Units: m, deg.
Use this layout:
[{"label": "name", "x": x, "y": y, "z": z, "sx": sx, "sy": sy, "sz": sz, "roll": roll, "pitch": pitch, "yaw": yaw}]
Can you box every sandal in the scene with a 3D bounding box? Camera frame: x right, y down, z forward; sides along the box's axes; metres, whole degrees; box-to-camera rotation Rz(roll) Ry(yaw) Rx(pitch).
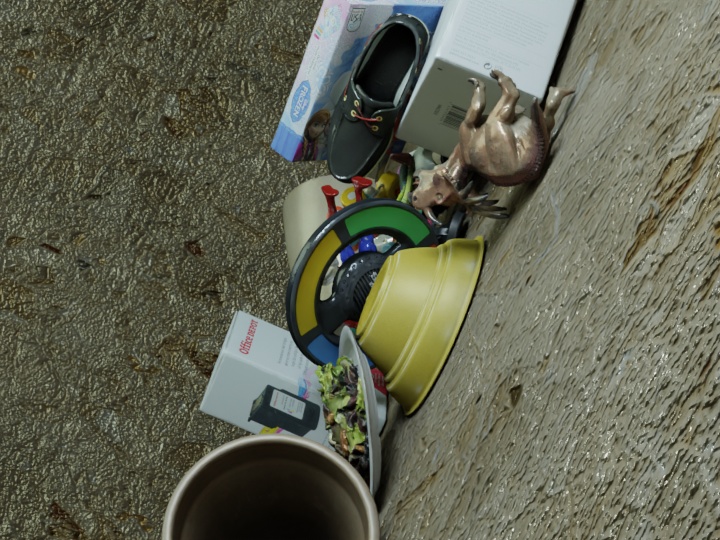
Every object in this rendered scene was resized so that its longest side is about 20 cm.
[{"label": "sandal", "x": 0.080, "y": -0.028, "z": 1.687, "sx": 0.200, "sy": 0.045, "sz": 0.075, "roll": 137, "pitch": 155, "yaw": -78}]

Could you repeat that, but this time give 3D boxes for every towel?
[{"label": "towel", "x": 0.048, "y": -0.013, "z": 1.682, "sx": 0.144, "sy": 0.023, "sz": 0.200, "roll": -77, "pitch": -12, "yaw": -60}]

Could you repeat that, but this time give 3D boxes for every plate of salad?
[{"label": "plate of salad", "x": -0.014, "y": 0.157, "z": 1.475, "sx": 0.200, "sy": 0.048, "sz": 0.201, "roll": 176, "pitch": 90, "yaw": -81}]

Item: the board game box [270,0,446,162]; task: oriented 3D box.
[{"label": "board game box", "x": 0.008, "y": -0.224, "z": 1.663, "sx": 0.200, "sy": 0.043, "sz": 0.199, "roll": -11, "pitch": -50, "yaw": -48}]

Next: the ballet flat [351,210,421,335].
[{"label": "ballet flat", "x": 0.033, "y": -0.003, "z": 1.917, "sx": 0.067, "sy": 0.070, "sz": 0.200, "roll": 155, "pitch": 138, "yaw": -83}]

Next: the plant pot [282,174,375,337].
[{"label": "plant pot", "x": -0.024, "y": 0.000, "z": 2.045, "sx": 0.187, "sy": 0.187, "sz": 0.200, "roll": 120, "pitch": 157, "yaw": -54}]

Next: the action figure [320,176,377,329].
[{"label": "action figure", "x": 0.000, "y": 0.000, "z": 1.605, "sx": 0.052, "sy": 0.065, "sz": 0.200, "roll": 31, "pitch": 136, "yaw": 57}]

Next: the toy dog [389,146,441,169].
[{"label": "toy dog", "x": 0.089, "y": -0.160, "z": 1.878, "sx": 0.200, "sy": 0.096, "sz": 0.132, "roll": -89, "pitch": 23, "yaw": -76}]

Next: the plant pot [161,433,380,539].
[{"label": "plant pot", "x": -0.077, "y": 0.279, "z": 1.357, "sx": 0.175, "sy": 0.200, "sz": 0.201, "roll": 85, "pitch": -159, "yaw": -58}]

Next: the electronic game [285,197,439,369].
[{"label": "electronic game", "x": 0.006, "y": 0.018, "z": 1.559, "sx": 0.042, "sy": 0.200, "sz": 0.200, "roll": 30, "pitch": 98, "yaw": 50}]

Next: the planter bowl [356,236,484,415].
[{"label": "planter bowl", "x": 0.050, "y": 0.041, "z": 1.489, "sx": 0.200, "sy": 0.083, "sz": 0.201, "roll": -157, "pitch": 90, "yaw": -84}]

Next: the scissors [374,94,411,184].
[{"label": "scissors", "x": 0.039, "y": -0.152, "z": 1.705, "sx": 0.073, "sy": 0.014, "sz": 0.200, "roll": -45, "pitch": -14, "yaw": -8}]

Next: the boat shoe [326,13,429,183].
[{"label": "boat shoe", "x": 0.011, "y": -0.186, "z": 1.578, "sx": 0.202, "sy": 0.074, "sz": 0.063, "roll": -64, "pitch": -7, "yaw": 17}]

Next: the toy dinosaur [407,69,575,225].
[{"label": "toy dinosaur", "x": 0.132, "y": -0.108, "z": 1.353, "sx": 0.200, "sy": 0.086, "sz": 0.136, "roll": -5, "pitch": 72, "yaw": 66}]

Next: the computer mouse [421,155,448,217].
[{"label": "computer mouse", "x": 0.120, "y": -0.153, "z": 1.711, "sx": 0.200, "sy": 0.046, "sz": 0.140, "roll": -61, "pitch": 4, "yaw": -14}]

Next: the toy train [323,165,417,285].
[{"label": "toy train", "x": 0.033, "y": -0.045, "z": 1.771, "sx": 0.200, "sy": 0.056, "sz": 0.151, "roll": -21, "pitch": -54, "yaw": -48}]

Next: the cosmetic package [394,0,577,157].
[{"label": "cosmetic package", "x": 0.142, "y": -0.244, "z": 1.545, "sx": 0.199, "sy": 0.123, "sz": 0.200, "roll": 120, "pitch": 170, "yaw": -69}]

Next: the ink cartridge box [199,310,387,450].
[{"label": "ink cartridge box", "x": -0.075, "y": 0.140, "z": 1.674, "sx": 0.146, "sy": 0.200, "sz": 0.083, "roll": -82, "pitch": 16, "yaw": -72}]
